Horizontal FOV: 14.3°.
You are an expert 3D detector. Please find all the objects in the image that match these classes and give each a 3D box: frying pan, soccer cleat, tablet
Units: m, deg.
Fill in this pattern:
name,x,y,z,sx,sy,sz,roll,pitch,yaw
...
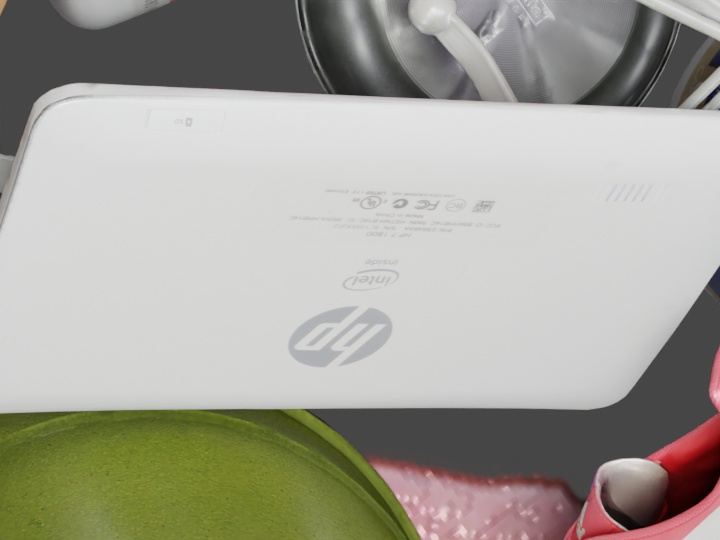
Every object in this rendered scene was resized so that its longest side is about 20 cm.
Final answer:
name,x,y,z,sx,sy,sz,roll,pitch,yaw
frying pan,0.075,-0.090,0.814,0.189,0.031,0.115,-15,104,-7
soccer cleat,0.074,0.094,0.793,0.076,0.067,0.200,36,127,-9
tablet,0.000,0.000,0.736,0.199,0.014,0.130,1,143,-22

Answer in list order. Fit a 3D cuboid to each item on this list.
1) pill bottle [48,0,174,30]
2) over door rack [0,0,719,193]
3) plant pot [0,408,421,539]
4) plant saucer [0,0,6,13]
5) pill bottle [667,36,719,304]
name,x,y,z,sx,sy,sz,roll,pitch,yaw
pill bottle,-0.004,-0.148,0.740,0.199,0.112,0.113,-23,104,-8
over door rack,0.003,-0.053,0.733,0.199,0.067,0.148,12,137,-34
plant pot,-0.050,0.140,0.737,0.200,0.193,0.201,-2,100,-12
plant saucer,-0.157,-0.114,0.697,0.200,0.032,0.201,4,99,29
pill bottle,0.160,-0.017,0.755,0.111,0.200,0.112,-2,100,-13
